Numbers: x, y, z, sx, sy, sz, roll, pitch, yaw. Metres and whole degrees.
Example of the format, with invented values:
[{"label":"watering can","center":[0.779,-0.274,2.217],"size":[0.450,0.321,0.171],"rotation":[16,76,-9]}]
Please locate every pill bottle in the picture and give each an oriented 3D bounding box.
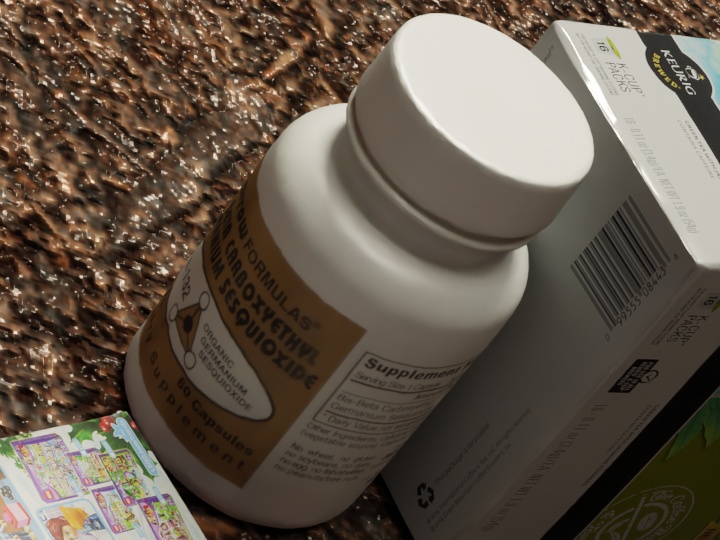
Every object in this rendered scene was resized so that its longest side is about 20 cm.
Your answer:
[{"label":"pill bottle","center":[0.000,0.000,1.064],"size":[0.114,0.200,0.114],"rotation":[24,38,-20]}]

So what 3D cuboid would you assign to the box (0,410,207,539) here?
[{"label":"box","center":[-0.092,0.147,0.960],"size":[0.137,0.039,0.200],"rotation":[-9,57,-47]}]

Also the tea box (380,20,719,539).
[{"label":"tea box","center":[0.124,0.015,1.159],"size":[0.197,0.200,0.134],"rotation":[1,50,-40]}]
